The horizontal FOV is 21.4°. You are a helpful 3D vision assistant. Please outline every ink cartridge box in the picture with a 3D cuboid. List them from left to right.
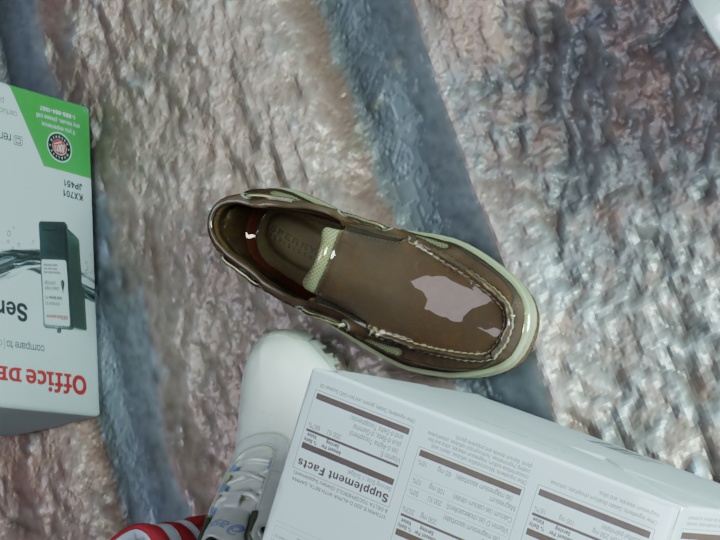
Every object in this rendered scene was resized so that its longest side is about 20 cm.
[{"bbox_3d":[-0.234,-0.008,1.144,0.083,0.146,0.201,-11,78,32],"label":"ink cartridge box"}]

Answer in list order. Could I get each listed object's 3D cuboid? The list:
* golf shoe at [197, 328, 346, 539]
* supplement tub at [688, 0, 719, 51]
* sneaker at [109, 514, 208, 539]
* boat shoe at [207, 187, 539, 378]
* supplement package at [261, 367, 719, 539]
[{"bbox_3d":[-0.045,0.125,1.021,0.078,0.097,0.201,-17,71,33],"label":"golf shoe"},{"bbox_3d":[0.252,-0.156,0.835,0.200,0.132,0.132,-37,63,26],"label":"supplement tub"},{"bbox_3d":[-0.120,0.229,1.045,0.071,0.112,0.201,13,90,36],"label":"sneaker"},{"bbox_3d":[-0.002,0.006,1.021,0.202,0.075,0.075,19,93,35],"label":"boat shoe"},{"bbox_3d":[0.081,0.132,0.894,0.199,0.156,0.111,19,93,35],"label":"supplement package"}]
